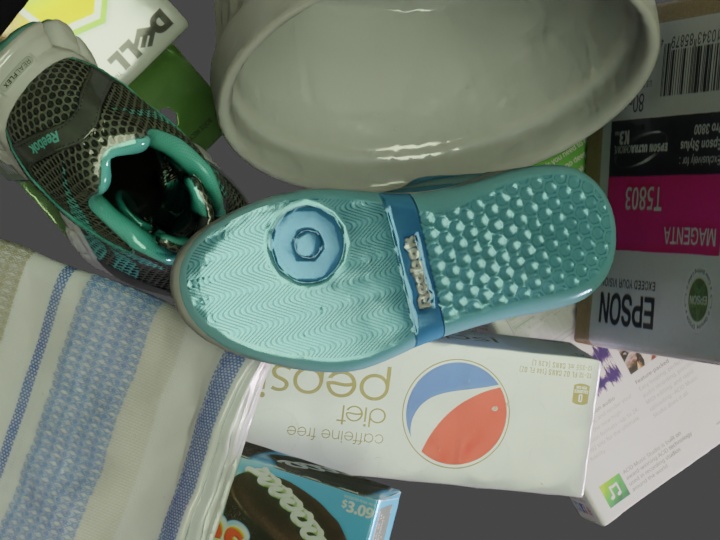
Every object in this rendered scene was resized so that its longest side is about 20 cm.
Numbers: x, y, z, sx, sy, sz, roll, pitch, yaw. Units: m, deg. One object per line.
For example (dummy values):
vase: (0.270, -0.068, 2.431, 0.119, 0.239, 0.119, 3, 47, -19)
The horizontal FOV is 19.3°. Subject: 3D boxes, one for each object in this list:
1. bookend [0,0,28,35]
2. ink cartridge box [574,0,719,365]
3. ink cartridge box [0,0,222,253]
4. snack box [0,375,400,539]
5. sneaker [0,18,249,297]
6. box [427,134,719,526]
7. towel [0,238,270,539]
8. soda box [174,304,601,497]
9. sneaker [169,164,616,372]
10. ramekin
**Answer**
bookend: (-0.238, -0.110, 0.803, 0.199, 0.092, 0.200, 43, 102, 4)
ink cartridge box: (0.170, -0.039, 0.955, 0.075, 0.200, 0.166, 5, 90, -18)
ink cartridge box: (-0.150, -0.109, 0.956, 0.104, 0.059, 0.200, -45, 104, -11)
snack box: (-0.091, 0.125, 0.937, 0.199, 0.037, 0.117, 16, 96, 18)
sneaker: (-0.091, -0.026, 0.926, 0.078, 0.091, 0.200, -51, 145, -1)
box: (0.127, 0.006, 1.066, 0.144, 0.036, 0.201, -32, 103, -14)
towel: (-0.146, 0.068, 0.923, 0.199, 0.024, 0.148, 21, 93, 17)
soda box: (0.008, 0.060, 0.995, 0.199, 0.064, 0.069, 6, 95, -7)
sneaker: (0.000, 0.000, 0.937, 0.199, 0.130, 0.080, -6, 91, -21)
ramekin: (0.027, -0.126, 0.944, 0.199, 0.200, 0.106, -2, 64, -18)
